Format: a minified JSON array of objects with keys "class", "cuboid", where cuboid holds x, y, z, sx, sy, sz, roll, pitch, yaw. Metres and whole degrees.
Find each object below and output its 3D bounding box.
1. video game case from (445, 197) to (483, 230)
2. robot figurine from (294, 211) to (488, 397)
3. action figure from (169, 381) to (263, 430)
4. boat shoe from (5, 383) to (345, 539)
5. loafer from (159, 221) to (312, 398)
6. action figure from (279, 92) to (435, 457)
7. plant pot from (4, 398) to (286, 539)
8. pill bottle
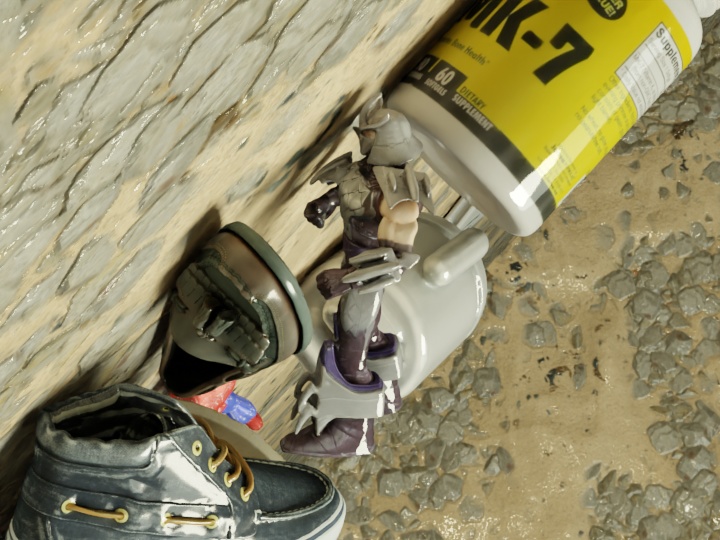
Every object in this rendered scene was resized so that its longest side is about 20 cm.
[{"class":"video game case","cuboid":[0.162,-0.117,1.831,0.200,0.022,0.182,-40,171,-47]},{"class":"robot figurine","cuboid":[0.024,0.025,1.324,0.169,0.113,0.200,-33,-177,34]},{"class":"action figure","cuboid":[-0.102,0.089,1.162,0.066,0.052,0.200,-51,170,-11]},{"class":"boat shoe","cuboid":[-0.083,0.108,0.921,0.199,0.071,0.092,-3,121,-37]},{"class":"loafer","cuboid":[-0.071,0.033,0.928,0.063,0.072,0.200,-39,174,-14]},{"class":"action figure","cuboid":[0.000,0.000,0.961,0.130,0.069,0.202,-87,-176,-65]},{"class":"plant pot","cuboid":[-0.144,0.199,1.025,0.200,0.201,0.183,-42,-176,-42]},{"class":"pill bottle","cuboid":[0.119,-0.128,1.003,0.200,0.114,0.114,-47,174,-4]}]
